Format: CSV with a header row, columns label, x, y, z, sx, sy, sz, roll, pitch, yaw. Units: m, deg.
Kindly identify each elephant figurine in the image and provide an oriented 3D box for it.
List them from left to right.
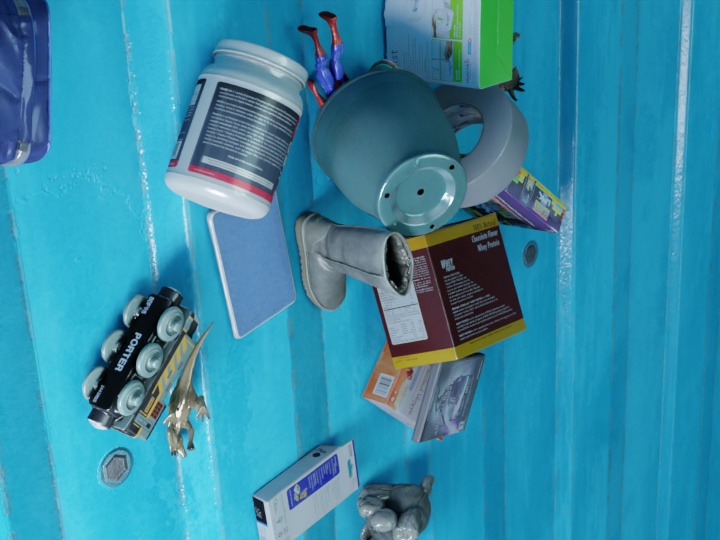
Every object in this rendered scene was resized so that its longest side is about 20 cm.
label,x,y,z,sx,sy,sz,roll,pitch,yaw
elephant figurine,0.046,0.463,1.929,0.142,0.155,0.200,-96,-171,-62

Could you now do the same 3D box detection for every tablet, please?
label,x,y,z,sx,sy,sz,roll,pitch,yaw
tablet,-0.151,-0.016,1.612,0.130,0.014,0.200,-35,127,-40

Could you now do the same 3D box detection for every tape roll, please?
label,x,y,z,sx,sy,sz,roll,pitch,yaw
tape roll,0.160,-0.200,1.786,0.066,0.200,0.200,35,74,-49

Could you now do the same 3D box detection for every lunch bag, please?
label,x,y,z,sx,sy,sz,roll,pitch,yaw
lunch bag,-0.390,-0.192,1.170,0.132,0.136,0.200,-12,110,-48

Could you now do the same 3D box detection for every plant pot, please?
label,x,y,z,sx,sy,sz,roll,pitch,yaw
plant pot,0.053,-0.153,1.615,0.200,0.188,0.200,-12,130,-15

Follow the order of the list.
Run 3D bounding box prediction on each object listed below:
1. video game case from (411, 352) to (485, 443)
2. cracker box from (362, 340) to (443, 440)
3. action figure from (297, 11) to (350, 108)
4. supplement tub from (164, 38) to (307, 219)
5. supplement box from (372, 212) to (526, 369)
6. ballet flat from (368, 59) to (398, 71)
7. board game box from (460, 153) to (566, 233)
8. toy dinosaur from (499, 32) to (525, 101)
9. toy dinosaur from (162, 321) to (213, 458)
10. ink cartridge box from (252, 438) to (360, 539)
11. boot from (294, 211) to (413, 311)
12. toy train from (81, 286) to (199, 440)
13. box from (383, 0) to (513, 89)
label,x,y,z,sx,sy,sz,roll,pitch,yaw
video game case,0.151,0.212,1.929,0.200,0.019,0.143,2,105,-64
cracker box,0.099,0.193,1.944,0.200,0.058,0.134,39,71,-49
action figure,-0.041,-0.273,1.642,0.065,0.052,0.200,-42,136,-28
supplement tub,-0.156,-0.178,1.456,0.140,0.140,0.200,25,82,-51
supplement box,0.137,0.031,1.834,0.197,0.133,0.200,-18,93,-47
ballet flat,0.040,-0.230,1.749,0.071,0.069,0.200,-45,139,-57
board game box,0.228,-0.130,1.918,0.200,0.165,0.057,30,77,-50
toy dinosaur,0.208,-0.315,1.909,0.200,0.086,0.136,-43,138,-27
toy dinosaur,-0.234,0.170,1.505,0.058,0.101,0.200,8,111,-19
ink cartridge box,-0.082,0.345,1.786,0.200,0.039,0.100,-29,122,-41
boot,-0.001,0.002,1.650,0.073,0.200,0.182,-43,131,-33
toy train,-0.275,0.120,1.455,0.200,0.085,0.114,-64,153,-19
box,0.131,-0.384,1.714,0.097,0.176,0.200,-22,117,-46
